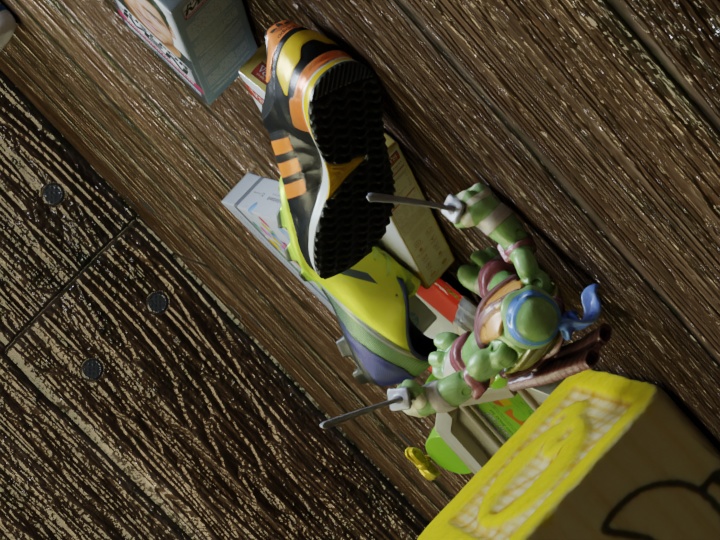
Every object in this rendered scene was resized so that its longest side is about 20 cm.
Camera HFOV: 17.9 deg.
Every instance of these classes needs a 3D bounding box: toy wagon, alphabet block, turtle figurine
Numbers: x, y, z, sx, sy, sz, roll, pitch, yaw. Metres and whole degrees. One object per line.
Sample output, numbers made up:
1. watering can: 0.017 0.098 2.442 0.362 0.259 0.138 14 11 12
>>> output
1. toy wagon: 0.118 0.133 1.851 0.199 0.040 0.155 -14 125 47
2. alphabet block: 0.187 0.211 1.649 0.200 0.195 0.196 45 171 -11
3. turtle figurine: 0.059 0.021 1.529 0.194 0.198 0.145 89 169 -85

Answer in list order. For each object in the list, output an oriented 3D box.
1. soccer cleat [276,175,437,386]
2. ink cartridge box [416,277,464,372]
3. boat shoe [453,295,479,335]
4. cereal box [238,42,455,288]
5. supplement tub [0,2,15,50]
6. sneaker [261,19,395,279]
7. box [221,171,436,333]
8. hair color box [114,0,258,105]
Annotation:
1. soccer cleat: 0.000 0.000 1.770 0.201 0.083 0.065 62 -159 -24
2. ink cartridge box: 0.054 0.039 1.992 0.162 0.050 0.200 40 174 32
3. boat shoe: 0.108 0.091 1.893 0.071 0.069 0.200 42 171 33
4. cereal box: -0.009 -0.077 1.734 0.144 0.040 0.200 40 171 28
5. supplement tub: -0.552 -0.335 2.901 0.200 0.145 0.145 45 173 -2
6. sneaker: -0.029 -0.087 1.584 0.090 0.070 0.201 46 153 35
7. box: -0.029 -0.011 1.908 0.156 0.041 0.200 45 172 -17
8. hair color box: -0.137 -0.204 1.677 0.099 0.061 0.200 43 172 13
